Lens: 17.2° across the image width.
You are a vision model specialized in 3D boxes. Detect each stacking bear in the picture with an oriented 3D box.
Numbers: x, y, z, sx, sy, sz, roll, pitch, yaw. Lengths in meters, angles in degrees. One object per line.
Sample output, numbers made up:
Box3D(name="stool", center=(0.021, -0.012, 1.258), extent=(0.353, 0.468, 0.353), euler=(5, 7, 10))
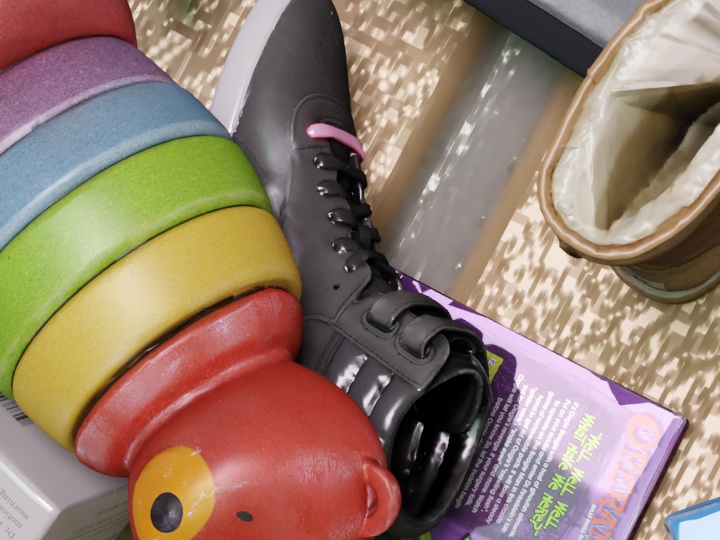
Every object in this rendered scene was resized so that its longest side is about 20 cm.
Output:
Box3D(name="stacking bear", center=(-0.066, 0.014, 0.725), extent=(0.121, 0.113, 0.201), euler=(-43, 72, 25))

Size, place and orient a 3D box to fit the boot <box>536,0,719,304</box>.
Box3D(name="boot", center=(0.126, -0.066, 0.734), extent=(0.066, 0.200, 0.176), euler=(31, 90, 13))

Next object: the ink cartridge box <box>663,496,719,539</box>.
Box3D(name="ink cartridge box", center=(0.202, 0.084, 0.728), extent=(0.198, 0.146, 0.087), euler=(-18, 79, 8))

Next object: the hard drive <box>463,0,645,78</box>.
Box3D(name="hard drive", center=(0.033, -0.164, 0.791), extent=(0.199, 0.033, 0.140), euler=(32, 61, -8))

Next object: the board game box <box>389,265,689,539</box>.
Box3D(name="board game box", center=(0.017, 0.114, 0.823), extent=(0.119, 0.032, 0.201), euler=(27, 89, 16))

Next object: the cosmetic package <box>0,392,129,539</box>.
Box3D(name="cosmetic package", center=(-0.172, 0.110, 0.799), extent=(0.108, 0.085, 0.200), euler=(43, 109, 12))

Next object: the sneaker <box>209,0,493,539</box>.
Box3D(name="sneaker", center=(0.000, 0.000, 0.790), extent=(0.098, 0.071, 0.202), euler=(0, 80, 31))
